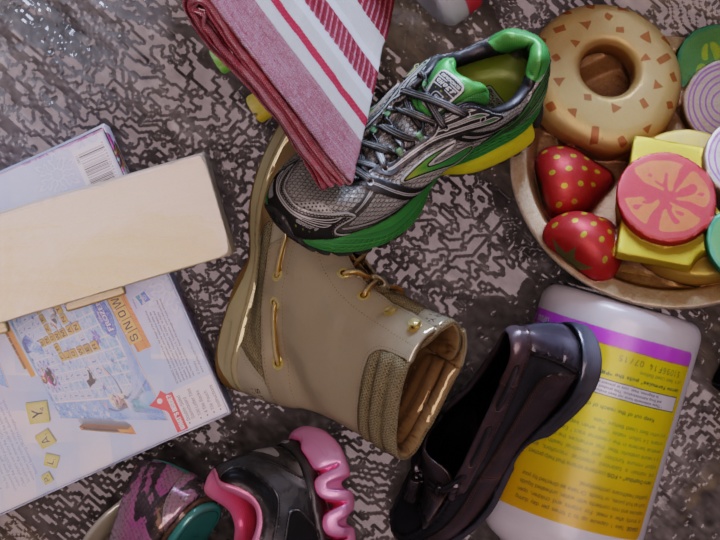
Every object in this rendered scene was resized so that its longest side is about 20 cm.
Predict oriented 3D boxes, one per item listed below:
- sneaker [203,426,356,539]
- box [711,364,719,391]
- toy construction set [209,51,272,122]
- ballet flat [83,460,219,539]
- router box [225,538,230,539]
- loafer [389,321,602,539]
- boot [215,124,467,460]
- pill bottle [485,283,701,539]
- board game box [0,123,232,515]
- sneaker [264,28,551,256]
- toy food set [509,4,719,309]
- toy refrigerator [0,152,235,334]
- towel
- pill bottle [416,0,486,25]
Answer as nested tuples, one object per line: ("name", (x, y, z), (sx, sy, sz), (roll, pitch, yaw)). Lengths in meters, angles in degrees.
("sneaker", (-0.043, 0.197, 1.051), (0.095, 0.079, 0.201), (-7, 76, -31))
("box", (0.338, 0.091, 1.087), (0.200, 0.148, 0.104), (35, 90, -4))
("toy construction set", (-0.070, -0.189, 1.064), (0.092, 0.131, 0.201), (-17, 96, 10))
("ballet flat", (-0.156, 0.208, 1.105), (0.071, 0.069, 0.201), (31, 100, 29))
("router box", (-0.035, 0.289, 1.129), (0.199, 0.052, 0.158), (26, 91, -3))
("loafer", (0.065, 0.097, 1.065), (0.063, 0.072, 0.200), (14, 131, -30))
("boot", (0.000, 0.000, 1.070), (0.155, 0.073, 0.201), (21, 97, 37))
("pill bottle", (0.137, 0.116, 1.101), (0.104, 0.104, 0.201), (16, 91, -3))
("board game box", (-0.210, 0.038, 1.117), (0.199, 0.041, 0.201), (-23, 93, -1))
("sneaker", (0.027, -0.083, 1.019), (0.200, 0.085, 0.078), (-35, 69, -23))
("toy food set", (0.191, -0.069, 1.088), (0.197, 0.049, 0.201), (10, 64, 4))
("toy refrigerator", (-0.178, -0.009, 1.059), (0.199, 0.076, 0.070), (-16, 93, -2))
("towel", (-0.034, -0.157, 0.980), (0.023, 0.200, 0.144), (-18, 127, 28))
("pill bottle", (0.096, -0.256, 1.077), (0.200, 0.120, 0.120), (-39, 93, 0))
